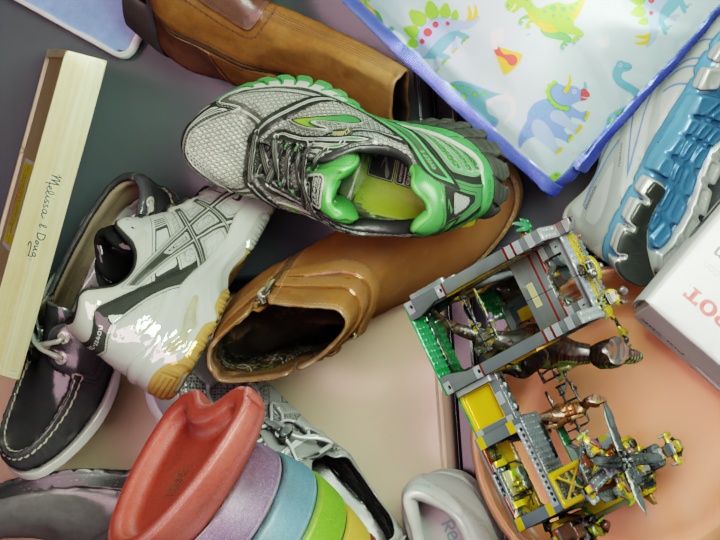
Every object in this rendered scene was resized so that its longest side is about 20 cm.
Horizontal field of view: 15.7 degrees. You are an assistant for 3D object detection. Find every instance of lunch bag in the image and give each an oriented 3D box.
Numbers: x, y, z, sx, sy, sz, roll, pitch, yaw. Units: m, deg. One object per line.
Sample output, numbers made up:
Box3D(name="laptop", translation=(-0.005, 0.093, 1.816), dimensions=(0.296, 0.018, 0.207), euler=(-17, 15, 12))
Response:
Box3D(name="lunch bag", translation=(0.102, -0.167, 1.533), dimensions=(0.200, 0.127, 0.170), euler=(45, 100, 22))

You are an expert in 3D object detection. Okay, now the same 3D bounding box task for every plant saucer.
Box3D(name="plant saucer", translation=(0.166, 0.097, 1.553), dimensions=(0.199, 0.037, 0.201), euler=(0, 89, 15))

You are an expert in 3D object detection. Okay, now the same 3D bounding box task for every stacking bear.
Box3D(name="stacking bear", translation=(-0.035, 0.169, 1.488), dimensions=(0.200, 0.121, 0.114), euler=(37, 71, -19))

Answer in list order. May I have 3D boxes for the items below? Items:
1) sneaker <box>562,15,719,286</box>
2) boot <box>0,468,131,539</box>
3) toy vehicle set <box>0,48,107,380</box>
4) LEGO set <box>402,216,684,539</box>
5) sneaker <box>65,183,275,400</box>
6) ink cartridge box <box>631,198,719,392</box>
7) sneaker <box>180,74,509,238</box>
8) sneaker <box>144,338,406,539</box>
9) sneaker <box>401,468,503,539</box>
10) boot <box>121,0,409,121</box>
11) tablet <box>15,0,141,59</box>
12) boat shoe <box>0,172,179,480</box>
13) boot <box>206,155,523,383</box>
Box3D(name="sneaker", translation=(0.184, -0.092, 1.540), dimensions=(0.087, 0.075, 0.200), euler=(29, 82, 48))
Box3D(name="boot", translation=(-0.155, 0.186, 1.620), dimensions=(0.199, 0.070, 0.132), euler=(-10, 84, 16))
Box3D(name="toy vehicle set", translation=(-0.202, -0.038, 1.613), dimensions=(0.026, 0.124, 0.201), euler=(15, 93, -13))
Box3D(name="LEGO set", translation=(0.126, 0.051, 1.468), dimensions=(0.116, 0.154, 0.201), euler=(-30, 73, 30))
Box3D(name="sneaker", translation=(-0.111, -0.016, 1.554), dimensions=(0.087, 0.200, 0.076), euler=(29, 130, -4))
Box3D(name="ink cartridge box", translation=(0.272, -0.008, 1.475), dimensions=(0.147, 0.083, 0.200), euler=(40, 87, 3))
Box3D(name="sneaker", translation=(-0.020, -0.064, 1.492), dimensions=(0.199, 0.085, 0.078), euler=(9, 107, 29))
Box3D(name="sneaker", translation=(-0.044, 0.106, 1.568), dimensions=(0.200, 0.082, 0.075), euler=(44, 57, -5))
Box3D(name="sneaker", translation=(0.080, 0.211, 1.546), dimensions=(0.075, 0.088, 0.200), euler=(-37, 80, 10))
Box3D(name="boot", translation=(-0.061, -0.152, 1.537), dimensions=(0.200, 0.189, 0.068), euler=(33, 58, 21))
Box3D(name="tablet", translation=(-0.155, -0.250, 1.663), dimensions=(0.130, 0.014, 0.200), euler=(29, 97, 14))
Box3D(name="boat shoe", translation=(-0.172, 0.032, 1.606), dimensions=(0.074, 0.060, 0.200), euler=(26, 79, 39))
Box3D(name="boot", translation=(0.000, 0.000, 1.535), dimensions=(0.199, 0.155, 0.077), euler=(-23, 96, 14))
